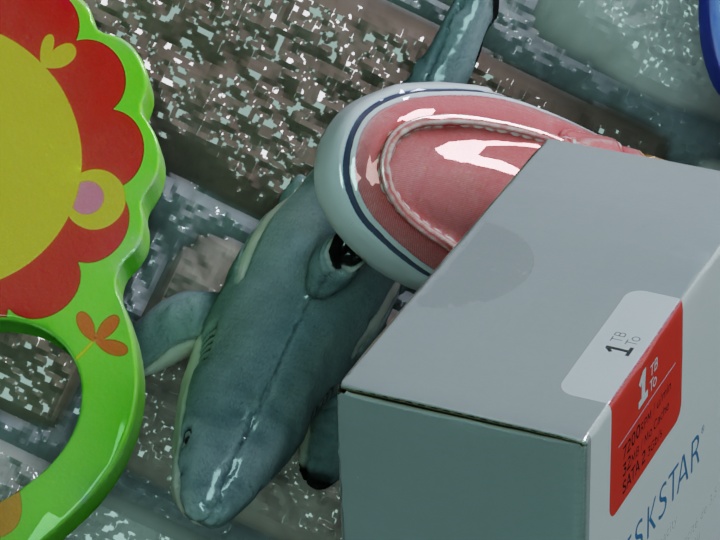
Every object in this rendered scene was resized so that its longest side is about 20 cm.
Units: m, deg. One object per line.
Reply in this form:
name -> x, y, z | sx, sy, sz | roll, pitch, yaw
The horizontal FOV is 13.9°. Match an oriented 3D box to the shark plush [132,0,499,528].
shark plush -> 0.000, 0.000, 1.010 | 0.091, 0.083, 0.200 | 42, 89, -2

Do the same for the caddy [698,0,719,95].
caddy -> 0.196, -0.116, 1.003 | 0.141, 0.105, 0.201 | 23, 90, -3

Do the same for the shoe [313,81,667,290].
shoe -> 0.088, -0.015, 0.971 | 0.200, 0.091, 0.072 | 19, 79, -29

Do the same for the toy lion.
toy lion -> -0.142, -0.002, 1.008 | 0.191, 0.069, 0.200 | -35, 79, -7

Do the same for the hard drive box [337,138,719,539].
hard drive box -> 0.060, 0.087, 0.896 | 0.077, 0.156, 0.201 | 12, 124, 23
